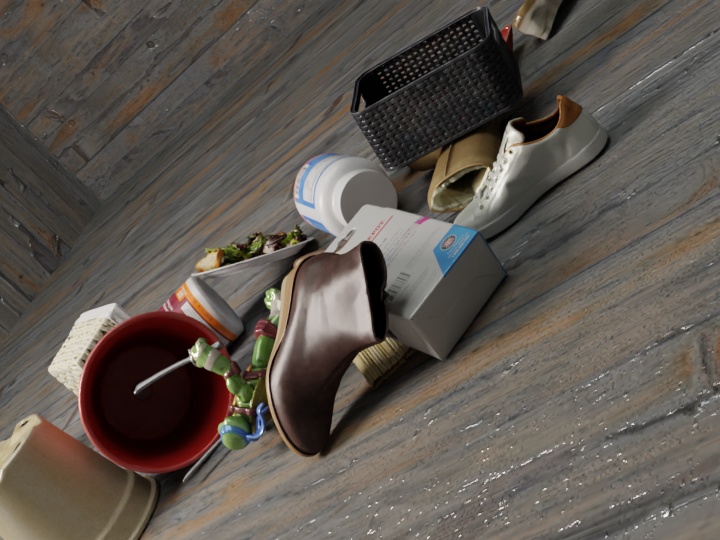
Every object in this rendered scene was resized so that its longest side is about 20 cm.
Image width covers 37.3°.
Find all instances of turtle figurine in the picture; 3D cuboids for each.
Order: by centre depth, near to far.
[{"bbox_3d":[-0.150,0.121,1.254,0.198,0.144,0.195,-21,26,44],"label":"turtle figurine"}]

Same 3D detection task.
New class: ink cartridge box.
[{"bbox_3d":[0.043,0.006,1.114,0.116,0.068,0.199,-50,34,-14],"label":"ink cartridge box"}]

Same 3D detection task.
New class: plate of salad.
[{"bbox_3d":[-0.166,-0.031,1.628,0.196,0.049,0.200,-17,4,1],"label":"plate of salad"}]

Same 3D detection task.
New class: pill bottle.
[{"bbox_3d":[-0.018,-0.101,1.470,0.112,0.112,0.200,-47,19,-5],"label":"pill bottle"},{"bbox_3d":[-0.278,0.117,1.581,0.200,0.114,0.114,-45,18,1],"label":"pill bottle"}]

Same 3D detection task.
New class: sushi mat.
[{"bbox_3d":[0.010,0.048,1.180,0.096,0.012,0.200,-45,32,2],"label":"sushi mat"}]

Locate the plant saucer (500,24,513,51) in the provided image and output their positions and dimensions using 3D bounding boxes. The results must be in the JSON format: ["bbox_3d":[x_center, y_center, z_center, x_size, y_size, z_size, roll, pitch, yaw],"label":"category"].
[{"bbox_3d":[0.140,-0.244,1.537,0.198,0.037,0.201,-33,22,35],"label":"plant saucer"}]

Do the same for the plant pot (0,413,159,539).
[{"bbox_3d":[-0.390,0.291,1.360,0.200,0.183,0.201,-40,19,17],"label":"plant pot"}]

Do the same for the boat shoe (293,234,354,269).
[{"bbox_3d":[0.004,0.002,1.306,0.200,0.074,0.076,-23,62,37],"label":"boat shoe"}]

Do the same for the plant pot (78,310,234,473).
[{"bbox_3d":[-0.274,0.159,1.399,0.201,0.200,0.177,-51,10,-16],"label":"plant pot"}]

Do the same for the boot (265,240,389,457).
[{"bbox_3d":[-0.030,0.080,1.053,0.165,0.071,0.205,-17,75,57],"label":"boot"}]

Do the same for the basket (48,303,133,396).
[{"bbox_3d":[-0.435,0.153,1.824,0.199,0.135,0.124,-15,37,57],"label":"basket"}]

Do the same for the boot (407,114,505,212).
[{"bbox_3d":[0.107,-0.138,1.346,0.174,0.066,0.201,-35,23,32],"label":"boot"}]

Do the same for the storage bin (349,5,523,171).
[{"bbox_3d":[0.095,-0.228,1.339,0.198,0.094,0.136,-27,27,19],"label":"storage bin"}]

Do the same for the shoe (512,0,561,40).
[{"bbox_3d":[0.279,-0.397,1.540,0.201,0.053,0.070,-55,-12,-36],"label":"shoe"}]

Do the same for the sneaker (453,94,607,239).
[{"bbox_3d":[0.162,-0.112,1.144,0.199,0.085,0.073,-40,21,22],"label":"sneaker"}]
